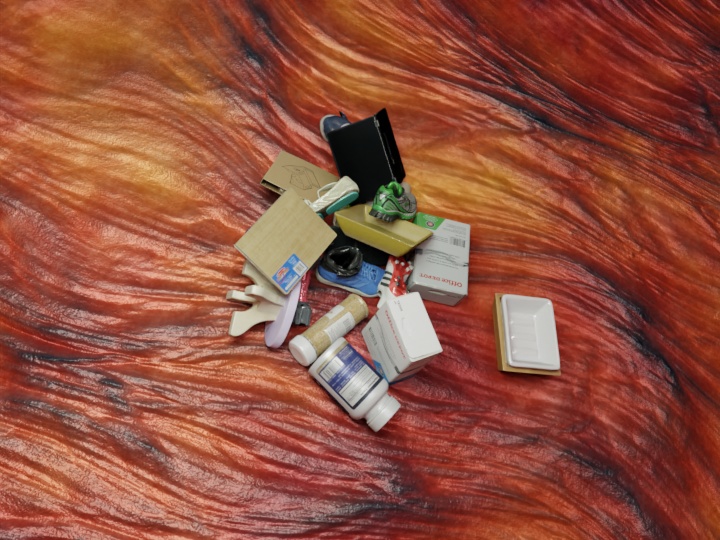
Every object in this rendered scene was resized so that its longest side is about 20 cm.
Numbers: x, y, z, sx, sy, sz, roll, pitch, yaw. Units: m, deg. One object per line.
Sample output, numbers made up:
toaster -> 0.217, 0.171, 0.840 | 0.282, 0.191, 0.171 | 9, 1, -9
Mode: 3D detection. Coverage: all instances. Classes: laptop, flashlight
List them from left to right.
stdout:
flashlight -> -0.124, 0.025, 1.577 | 0.067, 0.068, 0.202 | 9, 81, -13
laptop -> 0.020, -0.287, 1.729 | 0.200, 0.115, 0.189 | -57, 132, -65

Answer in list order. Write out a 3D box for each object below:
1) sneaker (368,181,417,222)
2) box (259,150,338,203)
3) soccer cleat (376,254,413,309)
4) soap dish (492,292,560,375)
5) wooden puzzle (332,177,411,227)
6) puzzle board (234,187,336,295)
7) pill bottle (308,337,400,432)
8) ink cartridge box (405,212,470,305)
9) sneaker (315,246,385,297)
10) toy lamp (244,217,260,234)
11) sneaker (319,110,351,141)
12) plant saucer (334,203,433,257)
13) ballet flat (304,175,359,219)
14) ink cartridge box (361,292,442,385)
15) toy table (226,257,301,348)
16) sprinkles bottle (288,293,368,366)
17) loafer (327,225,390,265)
sneaker -> 0.093, -0.171, 1.680 | 0.078, 0.086, 0.200 | 26, 19, 18
box -> -0.146, -0.219, 1.686 | 0.163, 0.021, 0.200 | 26, 30, -6
soccer cleat -> 0.075, 0.024, 1.619 | 0.069, 0.085, 0.200 | 39, 25, -17
soap dish -> 0.405, 0.162, 1.705 | 0.156, 0.081, 0.202 | 7, 64, -15
wooden puzzle -> 0.034, -0.169, 1.768 | 0.198, 0.037, 0.186 | 13, 62, -12
puzzle board -> -0.158, -0.065, 1.486 | 0.151, 0.017, 0.200 | 45, 56, -10
pill bottle -> -0.009, 0.253, 1.512 | 0.200, 0.111, 0.111 | 45, 61, 6
ink cartridge box -> 0.191, -0.027, 1.724 | 0.145, 0.083, 0.201 | 14, 62, -11
sneaker -> 0.000, 0.001, 1.634 | 0.198, 0.111, 0.077 | 14, 62, -11
toy lamp -> -0.225, -0.083, 1.561 | 0.058, 0.200, 0.059 | 1, 104, 3
sneaker -> -0.023, -0.337, 1.807 | 0.200, 0.146, 0.081 | 34, 92, -44
plant saucer -> 0.054, -0.091, 1.622 | 0.199, 0.049, 0.200 | 24, 19, 15
ballet flat -> -0.095, -0.147, 1.581 | 0.199, 0.068, 0.063 | -32, 70, -5
ink cartridge box -> 0.088, 0.156, 1.538 | 0.084, 0.200, 0.146 | -15, 71, -23
toy table -> -0.214, 0.059, 1.513 | 0.116, 0.184, 0.202 | 17, 65, -26
sprinkles bottle -> -0.070, 0.134, 1.574 | 0.200, 0.068, 0.068 | -37, 81, -29
loafer -> -0.015, -0.067, 1.687 | 0.199, 0.072, 0.073 | 22, 96, -27
